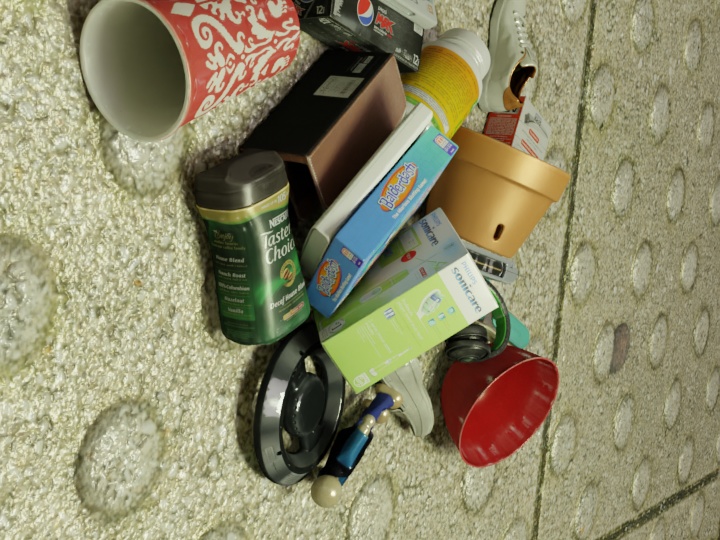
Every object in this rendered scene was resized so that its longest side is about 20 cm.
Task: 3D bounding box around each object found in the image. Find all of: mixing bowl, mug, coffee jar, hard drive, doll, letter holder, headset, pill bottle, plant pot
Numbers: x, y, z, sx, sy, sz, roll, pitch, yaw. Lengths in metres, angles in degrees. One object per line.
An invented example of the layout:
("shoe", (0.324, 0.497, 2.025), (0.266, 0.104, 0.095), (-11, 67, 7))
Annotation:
("mixing bowl", (0.195, 0.188, 1.629), (0.198, 0.108, 0.202), (-23, 133, -27))
("mug", (-0.157, -0.239, 1.032), (0.200, 0.132, 0.180), (-36, 127, -50))
("coffee jar", (-0.118, -0.027, 1.171), (0.104, 0.084, 0.203), (-36, 125, -46))
("hard drive", (0.004, -0.090, 1.220), (0.201, 0.026, 0.132), (-51, 177, -22))
("doll", (-0.011, 0.226, 1.371), (0.137, 0.048, 0.200), (-54, 178, 42))
("letter holder", (-0.030, -0.144, 1.263), (0.201, 0.099, 0.143), (-53, 139, -34))
("headset", (0.132, 0.078, 1.534), (0.198, 0.094, 0.125), (-11, 79, -44))
("pill bottle", (0.094, -0.232, 1.412), (0.201, 0.110, 0.112), (-53, 137, -35))
("plant pot", (0.178, -0.108, 1.509), (0.199, 0.199, 0.142), (16, 99, -55))

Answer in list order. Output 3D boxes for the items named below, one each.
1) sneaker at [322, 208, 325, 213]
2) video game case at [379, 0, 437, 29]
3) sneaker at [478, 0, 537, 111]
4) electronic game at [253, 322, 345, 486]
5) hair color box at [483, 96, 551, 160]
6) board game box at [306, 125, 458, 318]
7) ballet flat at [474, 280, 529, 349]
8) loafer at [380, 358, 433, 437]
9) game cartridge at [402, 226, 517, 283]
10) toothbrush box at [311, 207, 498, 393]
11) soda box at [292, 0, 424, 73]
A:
("sneaker", (0.001, 0.000, 1.366), (0.201, 0.067, 0.109), (42, 73, -43))
("video game case", (0.028, -0.413, 1.293), (0.181, 0.023, 0.203), (13, 65, -56))
("sneaker", (0.241, -0.338, 1.628), (0.072, 0.084, 0.203), (18, 81, -53))
("electronic game", (-0.073, 0.164, 1.316), (0.200, 0.041, 0.203), (-31, 126, -58))
("hair color box", (0.229, -0.158, 1.669), (0.111, 0.063, 0.203), (34, 71, -52))
("board game box", (0.022, -0.055, 1.225), (0.200, 0.045, 0.152), (-50, 176, -32))
("ballet flat", (0.186, 0.060, 1.649), (0.200, 0.069, 0.070), (50, 56, -28))
("loafer", (0.057, 0.172, 1.499), (0.069, 0.070, 0.201), (-23, 135, -4))
("game cartridge", (0.118, -0.023, 1.473), (0.199, 0.132, 0.041), (17, 91, -54))
("toothbrush box", (0.046, 0.033, 1.279), (0.087, 0.198, 0.146), (57, 6, -25))
("soda box", (-0.003, -0.298, 1.289), (0.199, 0.070, 0.064), (18, 78, -55))
